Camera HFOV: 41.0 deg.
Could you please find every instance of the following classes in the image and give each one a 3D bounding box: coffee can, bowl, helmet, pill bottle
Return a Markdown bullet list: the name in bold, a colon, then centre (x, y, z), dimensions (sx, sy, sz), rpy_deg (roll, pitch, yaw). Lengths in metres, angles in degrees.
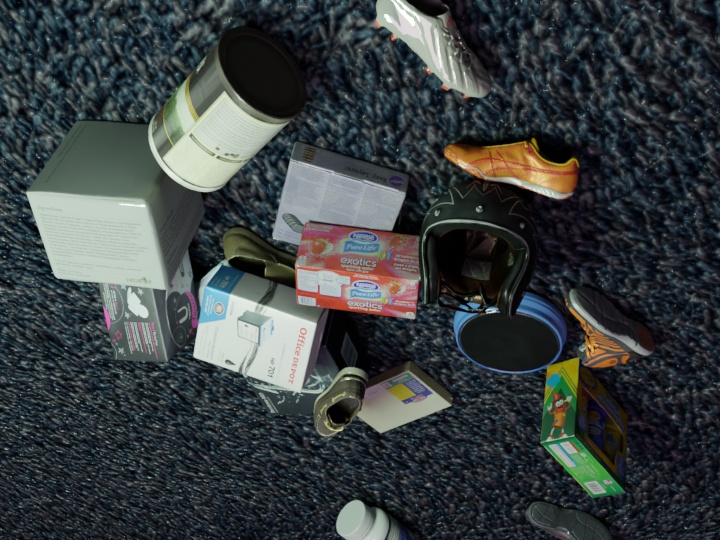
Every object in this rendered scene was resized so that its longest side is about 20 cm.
- **coffee can**: centre (-0.190, -0.224, 1.362), dimensions (0.146, 0.148, 0.199), rpy_deg (34, 135, -23)
- **bowl**: centre (0.261, 0.112, 1.692), dimensions (0.197, 0.040, 0.202), rpy_deg (8, 140, 7)
- **helmet**: centre (0.176, -0.038, 1.438), dimensions (0.197, 0.200, 0.194), rpy_deg (8, 99, 6)
- **pill bottle**: centre (0.039, 0.629, 2.265), dimensions (0.119, 0.121, 0.200), rpy_deg (-24, 127, 35)

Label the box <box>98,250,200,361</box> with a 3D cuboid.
- **box**: centre (-0.359, 0.038, 1.648), dimensions (0.113, 0.132, 0.203), rpy_deg (2, 111, 23)

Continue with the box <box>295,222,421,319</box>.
- **box**: centre (0.000, 0.000, 1.525), dimensions (0.197, 0.096, 0.100), rpy_deg (7, 141, 5)

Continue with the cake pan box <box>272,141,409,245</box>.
- **cake pan box**: centre (-0.031, -0.100, 1.532), dimensions (0.197, 0.053, 0.185), rpy_deg (15, 141, -2)

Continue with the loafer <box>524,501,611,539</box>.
- **loafer**: centre (0.458, 0.566, 2.137), dimensions (0.197, 0.073, 0.063), rpy_deg (23, 158, -2)

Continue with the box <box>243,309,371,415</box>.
- **box**: centre (-0.107, 0.161, 1.786), dimensions (0.194, 0.125, 0.201), rpy_deg (-5, 136, 22)

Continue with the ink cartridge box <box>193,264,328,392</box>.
- **ink cartridge box**: centre (-0.167, 0.098, 1.616), dimensions (0.197, 0.086, 0.148), rpy_deg (18, 118, 7)

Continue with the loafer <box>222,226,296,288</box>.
- **loafer**: centre (-0.157, 0.003, 1.663), dimensions (0.198, 0.068, 0.076), rpy_deg (30, 136, -18)

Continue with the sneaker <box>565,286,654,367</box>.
- **sneaker**: centre (0.395, 0.110, 1.631), dimensions (0.199, 0.078, 0.112), rpy_deg (34, 134, -22)

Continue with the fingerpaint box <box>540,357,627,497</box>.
- **fingerpaint box**: centre (0.413, 0.287, 1.754), dimensions (0.073, 0.168, 0.200), rpy_deg (-19, 129, 34)

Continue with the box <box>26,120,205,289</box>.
- **box**: centre (-0.370, -0.105, 1.492), dimensions (0.197, 0.200, 0.173), rpy_deg (6, 132, 9)

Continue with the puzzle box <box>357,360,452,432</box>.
- **puzzle box**: centre (0.069, 0.255, 1.915), dimensions (0.199, 0.026, 0.133), rpy_deg (-27, 124, 36)

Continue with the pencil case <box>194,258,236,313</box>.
- **pencil case**: centre (-0.269, 0.047, 1.731), dimensions (0.199, 0.083, 0.091), rpy_deg (-29, 111, 37)

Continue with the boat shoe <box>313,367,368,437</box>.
- **boat shoe**: centre (-0.040, 0.251, 1.729), dimensions (0.071, 0.060, 0.201), rpy_deg (20, 137, -12)

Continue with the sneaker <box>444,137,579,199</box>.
- **sneaker**: centre (0.220, -0.161, 1.399), dimensions (0.197, 0.073, 0.078), rpy_deg (14, 103, 9)

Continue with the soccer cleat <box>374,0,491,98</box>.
- **soccer cleat**: centre (0.107, -0.302, 1.262), dimensions (0.199, 0.070, 0.077), rpy_deg (36, 131, -19)
